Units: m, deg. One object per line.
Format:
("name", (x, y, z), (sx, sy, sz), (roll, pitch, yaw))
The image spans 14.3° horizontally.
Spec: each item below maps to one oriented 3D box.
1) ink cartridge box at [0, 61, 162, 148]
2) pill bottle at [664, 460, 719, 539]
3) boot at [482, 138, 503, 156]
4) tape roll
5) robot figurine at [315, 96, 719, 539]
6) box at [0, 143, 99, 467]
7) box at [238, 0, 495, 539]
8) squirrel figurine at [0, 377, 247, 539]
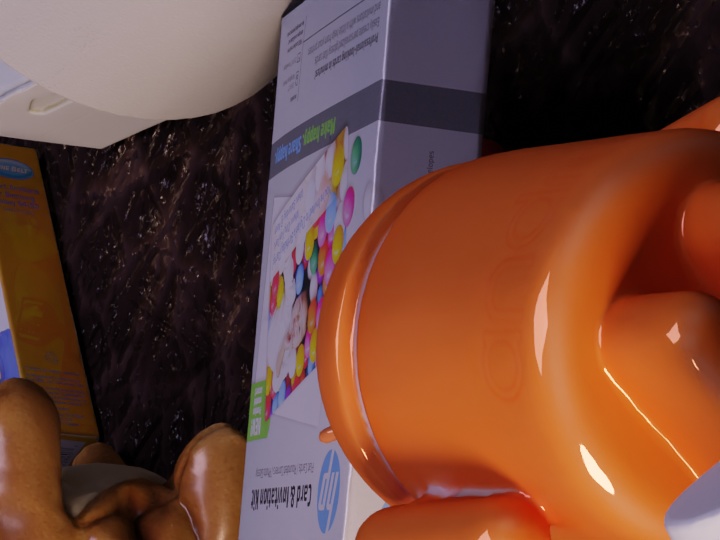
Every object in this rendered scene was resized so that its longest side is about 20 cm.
("ink cartridge box", (-0.115, -0.167, 1.291), (0.146, 0.083, 0.201), (-16, 67, 56))
("pill bottle", (0.155, 0.121, 0.659), (0.111, 0.111, 0.200), (-30, 92, 52))
("boot", (0.059, 0.012, 0.975), (0.200, 0.072, 0.145), (-25, 60, 58))
("tape roll", (-0.067, -0.177, 1.104), (0.139, 0.202, 0.203), (-35, 53, 49))
("robot figurine", (0.064, 0.020, 0.804), (0.200, 0.116, 0.144), (-5, 81, 59))
("box", (-0.184, 0.033, 1.395), (0.119, 0.041, 0.200), (-52, 43, 39))
("box", (0.000, 0.000, 0.975), (0.156, 0.041, 0.201), (162, 113, -74))
("squirrel figurine", (-0.165, 0.143, 1.189), (0.141, 0.186, 0.201), (2, 83, 58))
